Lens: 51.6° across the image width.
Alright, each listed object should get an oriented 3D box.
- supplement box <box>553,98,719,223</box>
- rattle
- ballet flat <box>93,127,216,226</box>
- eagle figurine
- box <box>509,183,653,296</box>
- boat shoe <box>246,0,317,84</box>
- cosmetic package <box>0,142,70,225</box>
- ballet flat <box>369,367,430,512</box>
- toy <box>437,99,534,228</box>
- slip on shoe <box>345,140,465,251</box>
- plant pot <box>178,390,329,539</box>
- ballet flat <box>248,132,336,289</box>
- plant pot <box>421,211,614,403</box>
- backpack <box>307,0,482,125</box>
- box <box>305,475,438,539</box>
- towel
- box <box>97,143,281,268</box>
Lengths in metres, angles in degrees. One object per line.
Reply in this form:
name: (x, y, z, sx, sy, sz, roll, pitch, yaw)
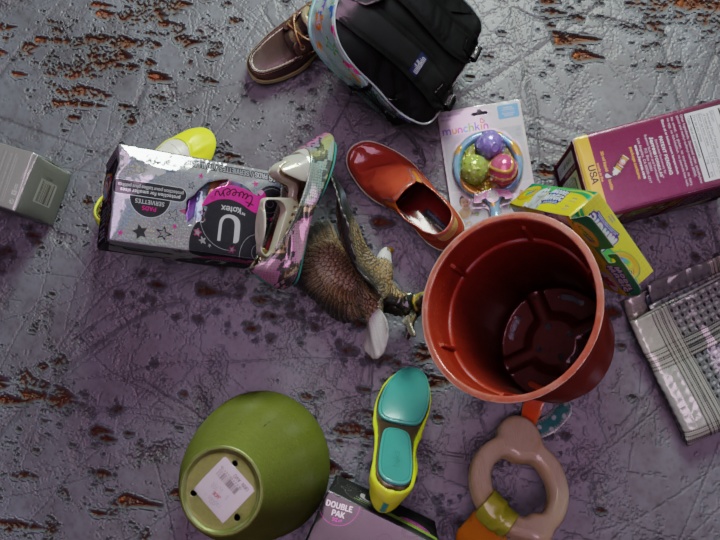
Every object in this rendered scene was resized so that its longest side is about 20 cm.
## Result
supplement box: (0.355, -0.124, 0.916, 0.196, 0.131, 0.105, -14, 82, 2)
rattle: (0.194, 0.256, 0.938, 0.128, 0.144, 0.202, 6, 48, 11)
ballet flat: (-0.278, -0.124, 1.001, 0.199, 0.067, 0.067, -40, 81, -1)
eagle figurine: (0.001, -0.002, 0.938, 0.199, 0.151, 0.153, 36, 97, -3)
box: (0.255, -0.040, 0.865, 0.048, 0.200, 0.118, -40, 105, 0)
boat shoe: (-0.072, -0.328, 1.005, 0.198, 0.072, 0.073, -29, 82, 1)
cosmetic package: (-0.512, -0.134, 1.004, 0.197, 0.107, 0.092, 20, 85, 5)
ballet flat: (0.042, 0.203, 0.897, 0.066, 0.201, 0.068, 14, 125, 3)
toy: (0.171, -0.125, 0.973, 0.113, 0.047, 0.204, -8, 83, 3)
slip on shoe: (0.056, -0.104, 0.967, 0.074, 0.061, 0.200, -45, 70, 1)
plant pot: (-0.139, 0.241, 0.879, 0.183, 0.200, 0.191, -1, 83, 5)
ballet flat: (-0.083, -0.081, 0.880, 0.070, 0.069, 0.203, 23, 78, -33)
plant pot: (0.198, 0.063, 0.853, 0.198, 0.195, 0.205, -10, 69, 27)
backpack: (0.033, -0.301, 0.931, 0.199, 0.150, 0.179, 33, 86, -36)
box: (-0.009, 0.376, 0.890, 0.146, 0.124, 0.203, 24, 85, 6)
towel: (0.449, 0.087, 0.931, 0.190, 0.035, 0.203, -24, 81, 2)
box: (-0.212, -0.071, 0.919, 0.197, 0.132, 0.117, 6, 84, -25)
